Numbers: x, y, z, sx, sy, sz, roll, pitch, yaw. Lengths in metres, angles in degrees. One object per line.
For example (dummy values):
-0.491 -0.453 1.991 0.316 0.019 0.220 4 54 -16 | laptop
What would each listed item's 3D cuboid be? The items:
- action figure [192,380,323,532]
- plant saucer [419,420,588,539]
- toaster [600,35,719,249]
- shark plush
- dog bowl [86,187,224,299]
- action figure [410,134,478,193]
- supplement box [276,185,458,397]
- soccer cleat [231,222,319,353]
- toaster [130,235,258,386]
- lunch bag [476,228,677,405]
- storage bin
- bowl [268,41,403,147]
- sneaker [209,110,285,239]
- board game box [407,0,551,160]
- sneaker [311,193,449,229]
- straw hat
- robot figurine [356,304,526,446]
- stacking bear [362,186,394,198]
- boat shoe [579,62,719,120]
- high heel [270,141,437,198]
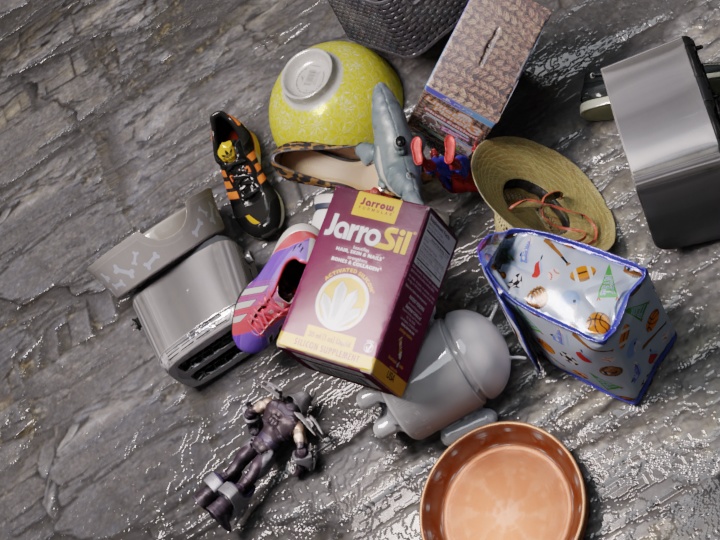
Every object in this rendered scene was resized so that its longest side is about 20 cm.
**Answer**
-0.123 0.224 1.702 0.200 0.069 0.130 -49 46 -8 | action figure
0.162 0.271 1.547 0.198 0.032 0.203 -12 60 23 | plant saucer
0.359 -0.145 1.558 0.117 0.200 0.183 -18 58 13 | toaster
0.039 -0.134 1.657 0.089 0.084 0.202 0 47 -1 | shark plush
-0.269 -0.033 1.846 0.199 0.200 0.059 -33 94 9 | dog bowl
0.117 -0.128 1.678 0.064 0.200 0.053 -6 77 17 | action figure
0.010 0.023 1.560 0.129 0.103 0.202 13 75 28 | supplement box
-0.105 0.035 1.671 0.201 0.068 0.074 -57 18 30 | soccer cleat
-0.210 0.060 1.802 0.199 0.114 0.130 -32 57 7 | toaster
0.232 0.045 1.544 0.199 0.170 0.125 27 74 34 | lunch bag
0.051 -0.375 1.856 0.135 0.094 0.200 -40 32 -12 | storage bin
-0.051 -0.242 1.879 0.197 0.108 0.203 -12 60 21 | bowl
-0.167 -0.133 1.893 0.069 0.090 0.202 -28 55 11 | sneaker
0.142 -0.244 1.712 0.096 0.200 0.161 28 77 -1 | board game box
0.025 -0.051 1.772 0.198 0.076 0.082 2 78 33 | sneaker
0.203 -0.062 1.658 0.086 0.199 0.203 -61 42 40 | straw hat
0.093 0.122 1.610 0.198 0.113 0.171 -31 95 10 | robot figurine
0.000 0.000 1.689 0.112 0.121 0.203 10 86 25 | stacking bear
0.362 -0.237 1.680 0.197 0.074 0.067 -12 71 33 | boat shoe
-0.011 -0.129 1.737 0.198 0.142 0.073 7 94 34 | high heel
